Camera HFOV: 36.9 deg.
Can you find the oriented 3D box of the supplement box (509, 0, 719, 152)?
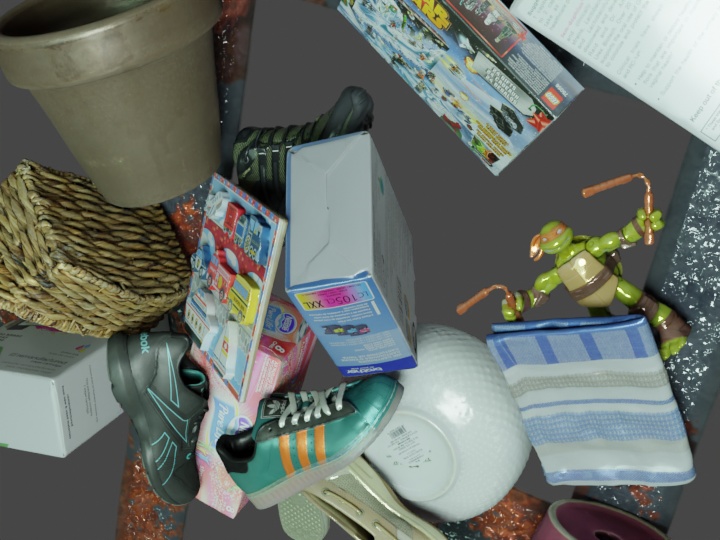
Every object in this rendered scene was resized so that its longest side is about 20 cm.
[{"bbox_3d":[0.225,-0.187,0.799,0.198,0.101,0.104,34,120,8],"label":"supplement box"}]

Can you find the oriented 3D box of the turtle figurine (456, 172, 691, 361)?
[{"bbox_3d":[0.193,0.017,0.920,0.199,0.065,0.162,-38,100,23],"label":"turtle figurine"}]

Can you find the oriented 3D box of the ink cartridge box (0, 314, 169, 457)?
[{"bbox_3d":[-0.302,0.099,1.097,0.142,0.200,0.086,5,110,22],"label":"ink cartridge box"}]

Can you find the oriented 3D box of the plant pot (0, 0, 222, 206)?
[{"bbox_3d":[-0.198,-0.158,0.947,0.197,0.201,0.177,-2,120,25],"label":"plant pot"}]

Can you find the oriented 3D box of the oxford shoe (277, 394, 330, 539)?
[{"bbox_3d":[-0.054,0.192,1.085,0.074,0.058,0.202,11,131,12],"label":"oxford shoe"}]

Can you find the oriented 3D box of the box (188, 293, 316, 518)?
[{"bbox_3d":[-0.121,0.130,1.085,0.094,0.103,0.203,25,118,12],"label":"box"}]

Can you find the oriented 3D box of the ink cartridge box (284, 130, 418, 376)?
[{"bbox_3d":[0.000,0.000,0.922,0.075,0.139,0.201,-9,149,14],"label":"ink cartridge box"}]

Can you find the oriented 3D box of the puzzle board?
[{"bbox_3d":[-0.117,0.007,0.932,0.017,0.200,0.153,10,101,-25],"label":"puzzle board"}]

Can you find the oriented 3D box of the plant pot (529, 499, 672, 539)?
[{"bbox_3d":[0.205,0.318,0.977,0.197,0.200,0.182,19,102,15],"label":"plant pot"}]

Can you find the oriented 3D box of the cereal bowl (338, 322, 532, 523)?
[{"bbox_3d":[0.060,0.157,1.027,0.197,0.083,0.203,10,116,21],"label":"cereal bowl"}]

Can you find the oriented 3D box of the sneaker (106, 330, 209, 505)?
[{"bbox_3d":[-0.174,0.140,1.008,0.078,0.076,0.202,-15,126,-3],"label":"sneaker"}]

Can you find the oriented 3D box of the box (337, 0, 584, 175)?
[{"bbox_3d":[0.073,-0.179,0.862,0.200,0.040,0.137,47,162,0],"label":"box"}]

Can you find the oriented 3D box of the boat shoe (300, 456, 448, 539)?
[{"bbox_3d":[0.028,0.253,0.994,0.200,0.065,0.072,45,153,8],"label":"boat shoe"}]

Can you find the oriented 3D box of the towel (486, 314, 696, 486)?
[{"bbox_3d":[0.202,0.119,0.940,0.145,0.024,0.202,-5,129,29],"label":"towel"}]

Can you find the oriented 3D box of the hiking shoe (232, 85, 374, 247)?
[{"bbox_3d":[-0.068,-0.102,0.981,0.100,0.076,0.200,40,122,0],"label":"hiking shoe"}]

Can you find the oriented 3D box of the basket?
[{"bbox_3d":[-0.271,0.011,1.010,0.148,0.199,0.144,-37,68,19],"label":"basket"}]

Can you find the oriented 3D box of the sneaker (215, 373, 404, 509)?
[{"bbox_3d":[-0.052,0.142,0.975,0.199,0.072,0.080,-36,107,25],"label":"sneaker"}]
